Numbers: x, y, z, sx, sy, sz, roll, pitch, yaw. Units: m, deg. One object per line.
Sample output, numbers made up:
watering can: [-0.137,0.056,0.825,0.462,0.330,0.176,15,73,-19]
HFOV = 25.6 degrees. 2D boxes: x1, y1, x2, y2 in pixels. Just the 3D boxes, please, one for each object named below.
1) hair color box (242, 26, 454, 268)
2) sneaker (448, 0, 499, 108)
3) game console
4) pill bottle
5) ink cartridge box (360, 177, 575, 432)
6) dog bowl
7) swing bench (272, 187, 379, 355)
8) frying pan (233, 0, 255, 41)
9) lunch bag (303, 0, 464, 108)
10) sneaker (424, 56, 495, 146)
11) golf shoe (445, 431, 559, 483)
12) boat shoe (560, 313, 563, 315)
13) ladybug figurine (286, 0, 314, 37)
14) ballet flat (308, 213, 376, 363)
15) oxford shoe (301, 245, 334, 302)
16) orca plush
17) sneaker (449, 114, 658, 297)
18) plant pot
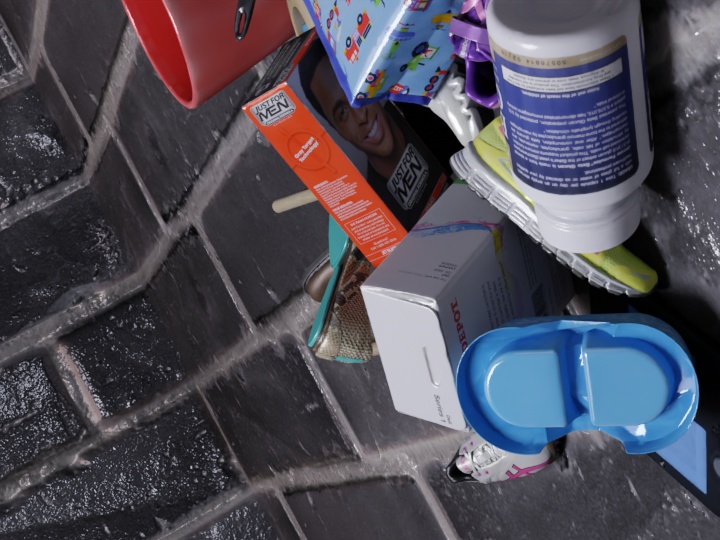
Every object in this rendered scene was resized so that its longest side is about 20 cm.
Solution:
hair color box: [-0.007,-0.109,1.408,0.061,0.102,0.200,-23,118,40]
sneaker: [0.106,-0.206,1.219,0.080,0.088,0.202,35,149,41]
game console: [0.262,0.103,1.350,0.200,0.031,0.178,43,155,46]
pill bottle: [0.159,-0.116,1.173,0.111,0.110,0.202,42,154,47]
ink cartridge box: [0.098,0.018,1.387,0.083,0.200,0.146,12,133,35]
dog bowl: [0.179,0.088,1.288,0.050,0.197,0.113,-45,-52,-62]
swing bench: [0.032,-0.017,1.679,0.199,0.129,0.201,-2,114,65]
frying pan: [-0.081,-0.328,1.544,0.114,0.031,0.193,-10,85,31]
lunch bag: [0.012,-0.262,1.337,0.201,0.093,0.151,58,134,29]
sneaker: [0.051,-0.183,1.409,0.201,0.081,0.075,59,-162,18]
golf shoe: [0.152,0.198,1.713,0.073,0.091,0.200,60,162,9]
boat shoe: [0.135,0.023,1.543,0.201,0.062,0.075,51,159,27]
ladybug figurine: [-0.017,-0.224,1.566,0.136,0.071,0.202,-148,37,-76]
ballet flat: [0.000,0.000,1.452,0.068,0.074,0.202,124,158,-53]
oxford shoe: [0.033,-0.001,1.514,0.073,0.198,0.085,37,-141,-54]
orca plush: [0.067,-0.163,1.496,0.105,0.071,0.202,-14,-103,-62]
sneaker: [0.172,-0.057,1.296,0.199,0.091,0.078,40,-174,3]
plant pot: [-0.143,-0.297,1.654,0.201,0.176,0.201,56,164,25]
